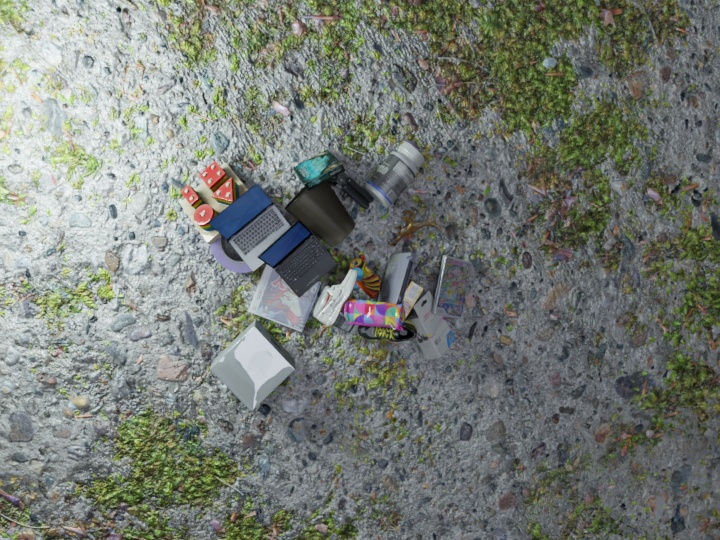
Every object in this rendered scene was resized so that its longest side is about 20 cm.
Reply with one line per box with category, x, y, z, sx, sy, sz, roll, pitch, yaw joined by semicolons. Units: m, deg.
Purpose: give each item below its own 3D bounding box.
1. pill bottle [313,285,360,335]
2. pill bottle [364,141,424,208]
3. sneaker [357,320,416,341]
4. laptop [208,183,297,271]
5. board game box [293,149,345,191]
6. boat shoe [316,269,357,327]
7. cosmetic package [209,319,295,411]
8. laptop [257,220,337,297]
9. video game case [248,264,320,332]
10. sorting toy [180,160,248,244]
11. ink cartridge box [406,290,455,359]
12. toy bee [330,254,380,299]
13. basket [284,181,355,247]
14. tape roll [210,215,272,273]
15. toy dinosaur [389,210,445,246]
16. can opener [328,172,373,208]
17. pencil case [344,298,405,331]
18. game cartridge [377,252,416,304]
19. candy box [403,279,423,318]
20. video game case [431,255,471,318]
pill bottle;-0.050;0.143;1.745;0.197;0.116;0.118;26;92;-11
pill bottle;0.115;-0.318;1.718;0.113;0.114;0.201;41;89;-10
sneaker;0.090;0.190;1.668;0.195;0.085;0.076;-1;94;-4
laptop;-0.324;-0.126;1.592;0.186;0.116;0.201;-38;100;-2
board game box;-0.134;-0.322;1.641;0.134;0.200;0.028;-29;121;-4
boat shoe;-0.075;0.077;1.650;0.068;0.071;0.203;29;77;-7
cosmetic package;-0.353;0.311;1.717;0.200;0.123;0.200;-42;100;-3
laptop;-0.198;-0.033;1.668;0.177;0.103;0.201;-40;101;3
video game case;-0.256;0.088;1.757;0.197;0.023;0.186;22;93;-10
sorting toy;-0.457;-0.223;1.617;0.199;0.070;0.199;-42;64;-2
ink cartridge box;0.234;0.187;1.789;0.115;0.067;0.203;-37;103;-42
toy bee;0.000;0.000;1.742;0.199;0.131;0.109;42;65;0
basket;-0.121;-0.186;1.691;0.200;0.135;0.181;47;62;-15
tape roll;-0.383;-0.097;1.687;0.195;0.085;0.205;-1;97;-8
toy dinosaur;0.181;-0.151;1.785;0.197;0.061;0.108;-23;123;0
can opener;-0.046;-0.283;1.737;0.199;0.067;0.054;39;78;-21
pencil case;0.046;0.138;1.629;0.196;0.088;0.091;5;96;17
game cartridge;0.118;0.040;1.735;0.038;0.129;0.204;21;80;-22
candy box;0.134;0.126;1.767;0.056;0.117;0.203;29;91;-6
video game case;0.318;0.059;1.797;0.141;0.018;0.205;12;90;-39
